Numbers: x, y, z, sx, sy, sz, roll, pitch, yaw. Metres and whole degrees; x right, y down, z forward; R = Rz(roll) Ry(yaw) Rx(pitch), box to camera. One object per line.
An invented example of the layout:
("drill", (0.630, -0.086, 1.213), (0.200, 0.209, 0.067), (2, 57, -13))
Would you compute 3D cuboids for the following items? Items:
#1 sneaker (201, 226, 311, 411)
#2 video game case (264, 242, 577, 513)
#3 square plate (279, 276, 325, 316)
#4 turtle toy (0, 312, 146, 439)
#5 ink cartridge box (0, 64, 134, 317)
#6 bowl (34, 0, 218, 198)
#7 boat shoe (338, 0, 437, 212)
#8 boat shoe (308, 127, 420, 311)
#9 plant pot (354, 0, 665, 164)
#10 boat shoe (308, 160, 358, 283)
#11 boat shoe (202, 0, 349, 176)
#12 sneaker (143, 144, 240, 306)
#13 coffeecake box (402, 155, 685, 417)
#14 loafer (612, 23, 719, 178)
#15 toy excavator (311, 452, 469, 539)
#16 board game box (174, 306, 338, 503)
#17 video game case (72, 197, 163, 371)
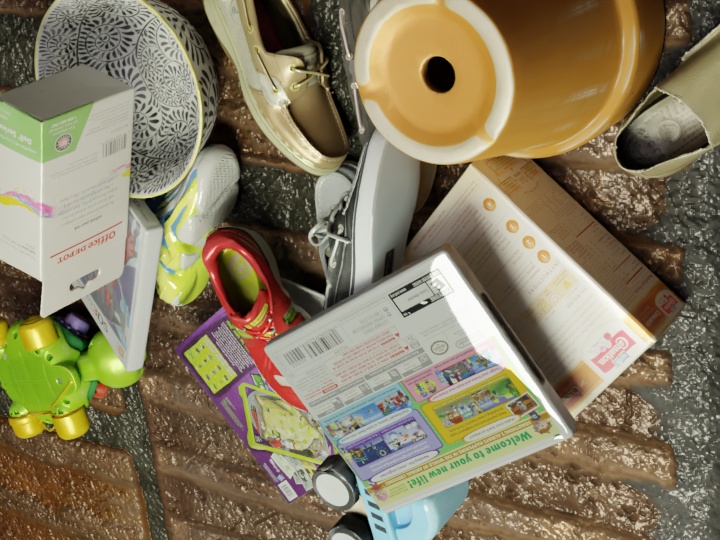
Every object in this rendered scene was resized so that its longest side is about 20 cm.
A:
("sneaker", (-0.090, 0.050, 1.151), (0.077, 0.085, 0.200), (-34, 88, 9))
("video game case", (0.045, 0.093, 1.007), (0.200, 0.022, 0.182), (-29, 102, 32))
("square plate", (-0.007, 0.114, 1.211), (0.200, 0.028, 0.198), (18, 121, 27))
("turtle toy", (-0.327, 0.105, 1.382), (0.200, 0.101, 0.146), (-4, 110, 36))
("ink cartridge box", (-0.270, -0.071, 1.121), (0.067, 0.117, 0.200), (25, 124, 24))
("bowl", (-0.199, -0.177, 1.158), (0.200, 0.094, 0.201), (16, 121, 28))
("boat shoe", (0.022, -0.147, 1.043), (0.057, 0.067, 0.200), (16, 121, 47))
("boat shoe", (0.001, -0.032, 1.023), (0.068, 0.074, 0.200), (21, 124, 28))
("plant pot", (0.094, -0.163, 0.902), (0.200, 0.183, 0.201), (16, 120, 28))
("boat shoe", (-0.001, 0.001, 1.109), (0.074, 0.065, 0.202), (-11, 90, 30))
("boat shoe", (-0.065, -0.178, 1.079), (0.066, 0.074, 0.200), (-29, 94, 46))
("sneaker", (-0.188, -0.058, 1.222), (0.105, 0.076, 0.200), (36, 129, 16))
("coffeecake box", (0.140, 0.018, 1.031), (0.200, 0.073, 0.154), (45, 131, 9))
("loafer", (0.256, -0.126, 0.883), (0.076, 0.067, 0.200), (47, 130, 7))
("toy excavator", (0.061, 0.175, 1.105), (0.200, 0.100, 0.195), (2, 117, 34))
("board game box", (-0.090, 0.127, 1.240), (0.200, 0.032, 0.120), (53, 134, 1))
("video game case", (-0.261, -0.026, 1.268), (0.182, 0.023, 0.200), (50, 141, 32))
